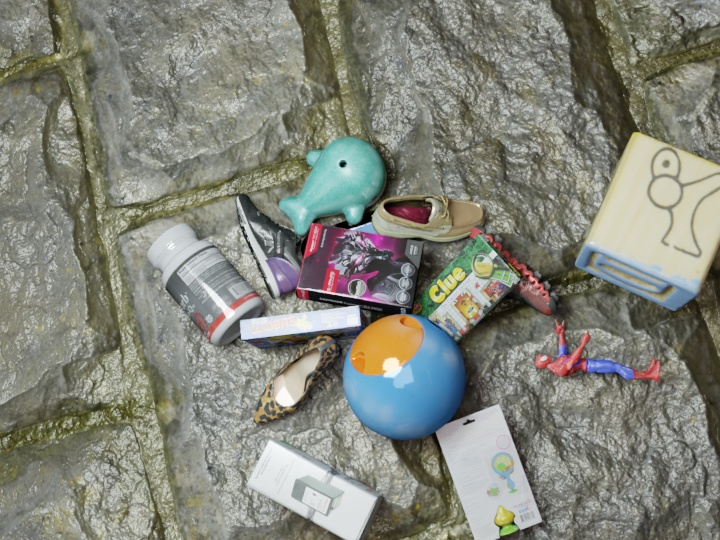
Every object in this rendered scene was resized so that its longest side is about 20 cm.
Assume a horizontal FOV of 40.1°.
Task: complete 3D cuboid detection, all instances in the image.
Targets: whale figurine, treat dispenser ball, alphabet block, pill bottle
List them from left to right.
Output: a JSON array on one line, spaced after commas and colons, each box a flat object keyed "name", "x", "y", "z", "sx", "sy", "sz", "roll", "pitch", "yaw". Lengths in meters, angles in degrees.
[{"name": "pill bottle", "x": -0.269, "y": 0.022, "z": 1.700, "sx": 0.116, "sy": 0.116, "sz": 0.200, "roll": -42, "pitch": 78, "yaw": -2}, {"name": "whale figurine", "x": -0.051, "y": -0.148, "z": 1.708, "sx": 0.199, "sy": 0.104, "sz": 0.160, "roll": -34, "pitch": 75, "yaw": 1}, {"name": "treat dispenser ball", "x": 0.071, "y": 0.172, "z": 1.591, "sx": 0.199, "sy": 0.201, "sz": 0.203, "roll": -1, "pitch": 80, "yaw": 6}, {"name": "alphabet block", "x": 0.477, "y": -0.075, "z": 1.590, "sx": 0.194, "sy": 0.196, "sz": 0.201, "roll": 25, "pitch": 84, "yaw": 9}]

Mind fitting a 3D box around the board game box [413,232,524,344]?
[{"name": "board game box", "x": 0.170, "y": 0.043, "z": 1.646, "sx": 0.105, "sy": 0.023, "sz": 0.200, "roll": 48, "pitch": 118, "yaw": 15}]

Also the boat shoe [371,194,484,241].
[{"name": "boat shoe", "x": 0.121, "y": -0.094, "z": 1.679, "sx": 0.198, "sy": 0.067, "sz": 0.075, "roll": -5, "pitch": 64, "yaw": -11}]

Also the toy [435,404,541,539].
[{"name": "toy", "x": 0.209, "y": 0.336, "z": 1.626, "sx": 0.114, "sy": 0.047, "sz": 0.202, "roll": -20, "pitch": 82, "yaw": -1}]

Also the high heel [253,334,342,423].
[{"name": "high heel", "x": -0.115, "y": 0.182, "z": 1.639, "sx": 0.200, "sy": 0.143, "sz": 0.071, "roll": -42, "pitch": 80, "yaw": -2}]

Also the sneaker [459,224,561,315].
[{"name": "sneaker", "x": 0.245, "y": 0.018, "z": 1.665, "sx": 0.200, "sy": 0.071, "sz": 0.098, "roll": 42, "pitch": 91, "yaw": 10}]

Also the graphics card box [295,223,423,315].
[{"name": "graphics card box", "x": 0.000, "y": 0.000, "z": 1.649, "sx": 0.198, "sy": 0.051, "sz": 0.127, "roll": 11, "pitch": 66, "yaw": 5}]

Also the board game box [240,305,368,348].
[{"name": "board game box", "x": -0.091, "y": 0.098, "z": 1.656, "sx": 0.198, "sy": 0.135, "sz": 0.035, "roll": -7, "pitch": 78, "yaw": 4}]

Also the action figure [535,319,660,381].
[{"name": "action figure", "x": 0.389, "y": 0.132, "z": 1.631, "sx": 0.198, "sy": 0.065, "sz": 0.100, "roll": 0, "pitch": 88, "yaw": 5}]

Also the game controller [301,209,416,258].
[{"name": "game controller", "x": -0.003, "y": -0.042, "z": 1.718, "sx": 0.198, "sy": 0.042, "sz": 0.105, "roll": -19, "pitch": 79, "yaw": 2}]

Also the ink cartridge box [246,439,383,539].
[{"name": "ink cartridge box", "x": -0.069, "y": 0.358, "z": 1.603, "sx": 0.199, "sy": 0.146, "sz": 0.085, "roll": 27, "pitch": 83, "yaw": 9}]

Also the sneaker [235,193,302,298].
[{"name": "sneaker", "x": -0.152, "y": -0.052, "z": 1.723, "sx": 0.087, "sy": 0.076, "sz": 0.201, "roll": -23, "pitch": 72, "yaw": -10}]
